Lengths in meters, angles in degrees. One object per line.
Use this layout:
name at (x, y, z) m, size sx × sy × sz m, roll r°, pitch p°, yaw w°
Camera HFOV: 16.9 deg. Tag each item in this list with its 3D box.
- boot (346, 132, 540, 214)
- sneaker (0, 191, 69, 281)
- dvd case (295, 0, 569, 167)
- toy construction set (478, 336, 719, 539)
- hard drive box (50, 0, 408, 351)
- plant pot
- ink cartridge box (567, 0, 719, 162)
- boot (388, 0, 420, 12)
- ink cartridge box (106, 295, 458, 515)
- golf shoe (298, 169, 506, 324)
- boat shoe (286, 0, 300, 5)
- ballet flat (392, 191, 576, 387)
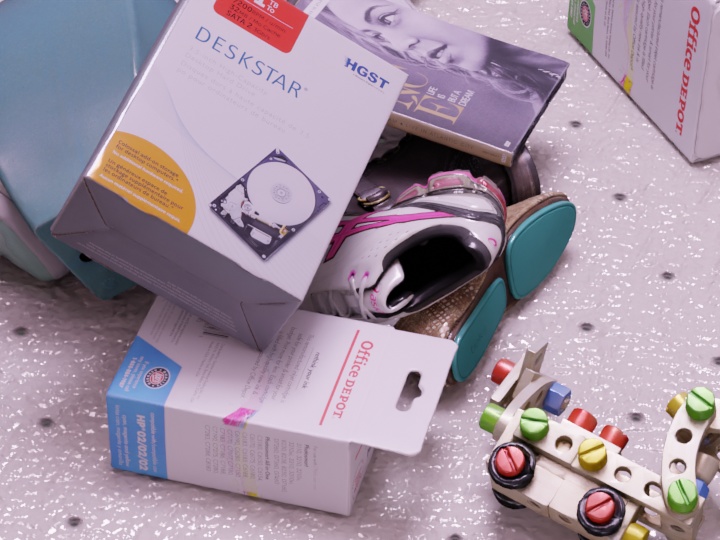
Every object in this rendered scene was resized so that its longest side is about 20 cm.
boot at (0.017, -0.071, 1.730) m, size 0.174 × 0.069 × 0.200 m, roll -23°, pitch 33°, yaw -12°
sneaker at (-0.304, -0.020, 1.670) m, size 0.200 × 0.074 × 0.118 m, roll 32°, pitch 82°, yaw 5°
dvd case at (0.035, -0.144, 1.725) m, size 0.200 × 0.016 × 0.149 m, roll 19°, pitch 35°, yaw 11°
toy construction set at (0.152, 0.104, 1.499) m, size 0.200 × 0.092 × 0.131 m, roll 20°, pitch 67°, yaw 33°
hard drive box at (-0.081, -0.075, 1.539) m, size 0.156 × 0.077 × 0.200 m, roll 29°, pitch 54°, yaw -8°
plant pot at (-0.173, -0.091, 1.661) m, size 0.141 × 0.141 × 0.200 m, roll -28°, pitch 46°, yaw 12°
ink cartridge box at (0.242, -0.200, 1.831) m, size 0.084 × 0.145 × 0.200 m, roll -15°, pitch 42°, yaw -20°
boot at (0.018, -0.227, 1.915) m, size 0.095 × 0.074 × 0.200 m, roll -24°, pitch 49°, yaw -29°
ink cartridge box at (-0.047, 0.084, 1.534) m, size 0.199 × 0.068 × 0.115 m, roll 11°, pitch 40°, yaw 11°
golf shoe at (0.000, 0.000, 1.583) m, size 0.200 × 0.073 × 0.092 m, roll -24°, pitch 22°, yaw 17°
boat shoe at (-0.072, -0.144, 1.823) m, size 0.073 × 0.075 × 0.200 m, roll -3°, pitch 37°, yaw 41°
ballet flat at (0.078, 0.003, 1.642) m, size 0.065 × 0.071 × 0.200 m, roll 13°, pitch 37°, yaw 27°
